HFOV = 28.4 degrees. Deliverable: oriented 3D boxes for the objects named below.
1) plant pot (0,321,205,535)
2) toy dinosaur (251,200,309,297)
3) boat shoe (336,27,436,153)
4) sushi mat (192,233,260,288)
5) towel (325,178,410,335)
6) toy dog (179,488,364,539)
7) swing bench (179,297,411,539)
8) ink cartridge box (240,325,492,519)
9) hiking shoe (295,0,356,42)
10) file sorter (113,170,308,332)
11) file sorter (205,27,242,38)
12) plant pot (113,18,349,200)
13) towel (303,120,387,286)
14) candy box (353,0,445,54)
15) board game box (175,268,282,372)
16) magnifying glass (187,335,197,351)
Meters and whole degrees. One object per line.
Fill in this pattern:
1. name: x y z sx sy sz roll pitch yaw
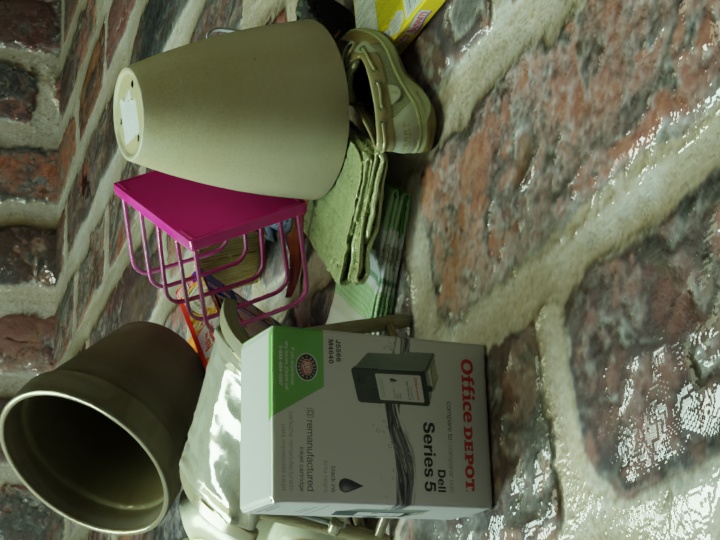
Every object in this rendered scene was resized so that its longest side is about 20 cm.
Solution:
1. plant pot: -0.252 0.151 1.515 0.174 0.200 0.200 -56 -5 -46
2. toy dinosaur: -0.056 -0.086 1.645 0.181 0.105 0.200 -15 105 59
3. boat shoe: 0.010 -0.179 1.413 0.201 0.063 0.073 -120 29 -44
4. sushi mat: -0.165 -0.020 1.782 0.200 0.012 0.096 -16 -62 -69
5. towel: 0.000 0.000 1.483 0.149 0.031 0.201 -144 61 -66
6. toy dog: -0.083 0.273 1.479 0.200 0.139 0.195 7 115 38
7. swing bench: -0.054 0.149 1.349 0.130 0.199 0.199 -114 35 -52
8. ink cartridge box: 0.005 0.131 1.200 0.084 0.199 0.146 146 126 -61
9. hiking shoe: -0.057 -0.235 1.572 0.101 0.076 0.200 -48 26 30
10. file sorter: -0.162 -0.031 1.577 0.200 0.139 0.126 33 136 51
11. file sorter: -0.158 -0.194 1.817 0.200 0.124 0.139 119 148 -47
12. plant pot: -0.141 -0.159 1.442 0.187 0.199 0.188 19 111 60
13. towel: -0.015 -0.075 1.466 0.200 0.036 0.149 -131 51 -66
14. candy box: 0.041 -0.279 1.441 0.200 0.026 0.103 138 133 -61
15. board game box: -0.125 0.090 1.624 0.046 0.151 0.200 -49 29 9
16. magnifying glass: -0.226 0.076 2.083 0.200 0.022 0.080 124 145 -54
